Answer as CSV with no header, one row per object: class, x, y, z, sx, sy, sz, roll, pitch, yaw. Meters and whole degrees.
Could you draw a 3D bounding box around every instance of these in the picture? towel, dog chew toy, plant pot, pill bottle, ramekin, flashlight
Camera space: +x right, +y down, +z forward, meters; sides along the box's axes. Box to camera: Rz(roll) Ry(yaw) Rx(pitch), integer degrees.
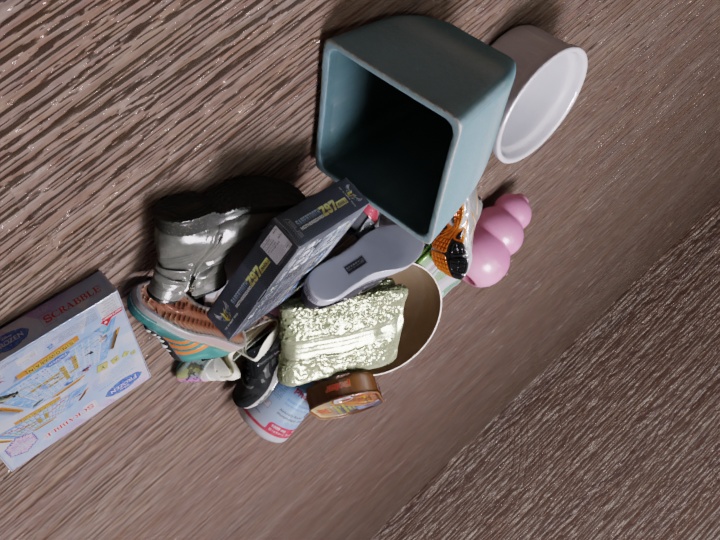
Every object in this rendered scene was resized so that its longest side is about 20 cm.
towel,-0.026,0.091,1.094,0.198,0.037,0.150,-9,120,-23
dog chew toy,0.261,-0.067,1.477,0.201,0.124,0.125,-52,156,-7
plant pot,0.011,0.047,1.194,0.198,0.135,0.202,-12,121,-21
pill bottle,-0.109,0.181,1.264,0.201,0.109,0.109,-51,154,10
ramekin,0.247,-0.277,1.164,0.200,0.098,0.201,-36,153,-22
flashlight,0.041,-0.136,1.076,0.200,0.068,0.068,-50,-167,-8
towel,0.116,0.028,1.363,0.149,0.031,0.200,-46,157,-3
plant pot,0.085,-0.198,0.930,0.200,0.195,0.197,-40,155,-32

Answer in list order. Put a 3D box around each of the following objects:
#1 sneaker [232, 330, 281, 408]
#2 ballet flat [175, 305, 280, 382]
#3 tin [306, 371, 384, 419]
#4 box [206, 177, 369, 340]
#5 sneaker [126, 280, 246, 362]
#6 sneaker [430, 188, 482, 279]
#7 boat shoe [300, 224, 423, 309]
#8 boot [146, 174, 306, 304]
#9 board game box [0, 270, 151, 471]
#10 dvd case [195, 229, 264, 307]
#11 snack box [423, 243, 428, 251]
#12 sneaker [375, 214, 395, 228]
sneaker,-0.160,0.130,1.184,0.087,0.076,0.200,24,114,-38
ballet flat,-0.177,0.109,1.077,0.200,0.071,0.069,-41,159,2
tin,-0.024,0.199,1.184,0.111,0.042,0.200,-19,162,-1
box,-0.092,-0.015,0.943,0.157,0.051,0.200,-36,171,-50
sneaker,-0.234,0.078,0.963,0.079,0.072,0.200,-31,146,16
sneaker,0.169,-0.076,1.233,0.092,0.075,0.201,-42,145,-35
boat shoe,0.000,0.000,1.047,0.199,0.070,0.066,-32,173,-30
boot,-0.164,-0.037,0.907,0.198,0.068,0.132,-16,137,-34
board game box,-0.355,0.120,0.872,0.199,0.041,0.200,-34,152,-25
dvd case,-0.132,-0.024,1.035,0.199,0.018,0.144,-23,145,-41
snack box,0.095,-0.060,1.296,0.142,0.053,0.201,-12,139,-53
sneaker,0.096,-0.128,1.126,0.200,0.115,0.074,-47,153,-3
